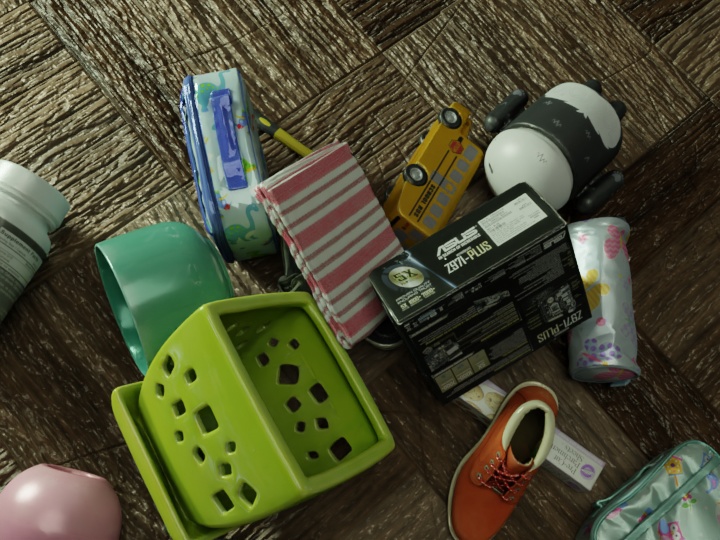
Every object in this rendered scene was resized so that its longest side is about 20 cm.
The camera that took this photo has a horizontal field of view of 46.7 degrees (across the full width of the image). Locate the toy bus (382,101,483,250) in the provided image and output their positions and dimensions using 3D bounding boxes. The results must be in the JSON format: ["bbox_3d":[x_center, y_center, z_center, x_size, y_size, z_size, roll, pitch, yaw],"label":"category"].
[{"bbox_3d":[0.090,-0.115,1.026,0.078,0.065,0.200,35,58,-6],"label":"toy bus"}]

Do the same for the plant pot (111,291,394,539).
[{"bbox_3d":[-0.115,0.153,0.835,0.181,0.200,0.199,-35,76,22],"label":"plant pot"}]

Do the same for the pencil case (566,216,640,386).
[{"bbox_3d":[0.289,0.036,1.005,0.083,0.091,0.201,-10,65,32],"label":"pencil case"}]

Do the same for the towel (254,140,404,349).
[{"bbox_3d":[-0.020,-0.032,0.918,0.146,0.030,0.200,-38,104,-43],"label":"towel"}]

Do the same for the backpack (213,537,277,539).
[{"bbox_3d":[-0.095,0.353,0.807,0.199,0.153,0.176,11,64,-12],"label":"backpack"}]

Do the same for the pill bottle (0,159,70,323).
[{"bbox_3d":[-0.416,-0.015,0.912,0.114,0.114,0.200,26,69,2],"label":"pill bottle"}]

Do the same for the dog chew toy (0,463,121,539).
[{"bbox_3d":[-0.313,0.296,0.816,0.124,0.125,0.201,15,78,-2],"label":"dog chew toy"}]

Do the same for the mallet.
[{"bbox_3d":[-0.105,-0.162,1.051,0.200,0.041,0.066,29,71,8],"label":"mallet"}]

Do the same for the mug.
[{"bbox_3d":[-0.213,0.011,0.909,0.114,0.152,0.185,-21,72,-22],"label":"mug"}]

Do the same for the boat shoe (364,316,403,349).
[{"bbox_3d":[0.000,0.000,0.990,0.074,0.062,0.200,-19,75,-15],"label":"boat shoe"}]

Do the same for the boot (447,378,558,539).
[{"bbox_3d":[0.149,0.214,0.889,0.075,0.107,0.200,25,95,5],"label":"boot"}]

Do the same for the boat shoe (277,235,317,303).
[{"bbox_3d":[-0.064,0.013,0.953,0.071,0.072,0.201,0,79,-39],"label":"boat shoe"}]

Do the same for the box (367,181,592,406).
[{"bbox_3d":[0.133,0.028,0.904,0.200,0.164,0.086,-31,44,0],"label":"box"}]

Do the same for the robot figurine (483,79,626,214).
[{"bbox_3d":[0.244,-0.153,1.043,0.200,0.125,0.150,-41,39,-24],"label":"robot figurine"}]

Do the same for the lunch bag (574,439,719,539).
[{"bbox_3d":[0.345,0.294,0.922,0.200,0.077,0.161,-35,78,-17],"label":"lunch bag"}]

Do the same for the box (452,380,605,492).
[{"bbox_3d":[0.185,0.181,0.961,0.200,0.039,0.041,36,72,6],"label":"box"}]

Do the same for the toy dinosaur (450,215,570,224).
[{"bbox_3d":[0.193,-0.021,1.015,0.200,0.060,0.107,6,102,-34],"label":"toy dinosaur"}]

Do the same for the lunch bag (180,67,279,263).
[{"bbox_3d":[-0.149,-0.119,0.956,0.082,0.161,0.201,-12,78,-6],"label":"lunch bag"}]
